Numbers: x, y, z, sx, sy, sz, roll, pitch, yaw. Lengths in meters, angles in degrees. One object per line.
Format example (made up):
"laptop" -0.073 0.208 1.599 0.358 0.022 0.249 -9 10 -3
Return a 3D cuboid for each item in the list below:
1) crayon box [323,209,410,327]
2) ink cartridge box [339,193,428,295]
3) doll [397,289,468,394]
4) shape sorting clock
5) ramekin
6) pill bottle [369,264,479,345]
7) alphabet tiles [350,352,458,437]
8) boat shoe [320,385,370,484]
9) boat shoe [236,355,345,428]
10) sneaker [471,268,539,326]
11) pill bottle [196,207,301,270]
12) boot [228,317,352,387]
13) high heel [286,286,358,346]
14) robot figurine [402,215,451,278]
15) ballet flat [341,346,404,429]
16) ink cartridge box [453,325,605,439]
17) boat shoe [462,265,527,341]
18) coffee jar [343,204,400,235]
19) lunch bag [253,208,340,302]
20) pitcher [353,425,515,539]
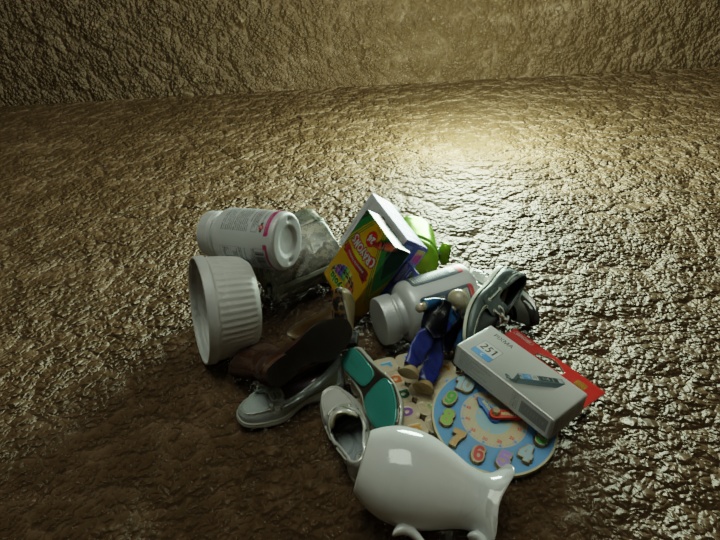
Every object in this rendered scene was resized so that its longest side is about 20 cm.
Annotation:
"crayon box" 0.000 0.000 1.171 0.050 0.202 0.128 16 27 -41
"ink cartridge box" 0.050 -0.041 1.221 0.075 0.138 0.201 18 28 -40
"doll" 0.139 0.115 1.024 0.048 0.136 0.202 -18 33 52
"shape sorting clock" 0.208 0.231 0.912 0.194 0.040 0.202 2 34 -1
"ramekin" -0.257 0.068 1.113 0.102 0.205 0.200 -8 29 -24
"pill bottle" 0.122 0.070 1.127 0.195 0.122 0.120 -15 32 -18
"alphabet tiles" 0.086 0.212 0.999 0.190 0.015 0.201 -11 31 -10
"boat shoe" -0.021 0.237 0.907 0.070 0.070 0.200 -29 35 -7
"boat shoe" -0.118 0.201 0.994 0.197 0.066 0.074 -18 32 -20
"sneaker" 0.273 0.068 1.171 0.079 0.075 0.199 -34 35 -23
"pill bottle" -0.227 -0.067 1.184 0.195 0.116 0.114 7 32 26
"boot" -0.128 0.139 1.031 0.184 0.066 0.199 -26 7 -29
"high heel" -0.079 0.088 1.065 0.138 0.202 0.073 2 57 6
"robot figurine" 0.116 -0.045 1.321 0.170 0.118 0.202 -3 31 3
"ballet flat" 0.031 0.198 0.954 0.068 0.071 0.200 -15 33 -18
"ink cartridge box" 0.280 0.161 0.958 0.173 0.046 0.199 -20 41 -35
"boat shoe" 0.247 0.065 1.074 0.061 0.074 0.201 10 44 34
"coffee jar" 0.027 -0.092 1.442 0.102 0.087 0.201 10 33 17
"lunch bag" -0.143 -0.024 1.298 0.196 0.142 0.168 -21 37 -21
"pitcher" 0.087 0.302 0.755 0.195 0.123 0.174 18 49 5
